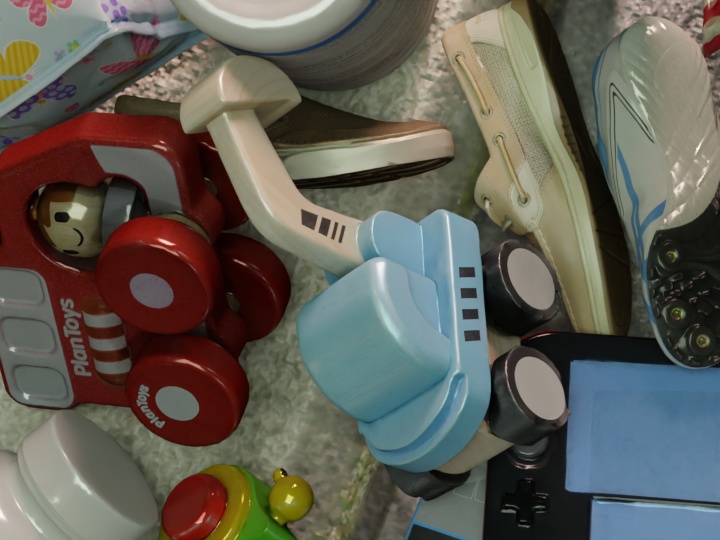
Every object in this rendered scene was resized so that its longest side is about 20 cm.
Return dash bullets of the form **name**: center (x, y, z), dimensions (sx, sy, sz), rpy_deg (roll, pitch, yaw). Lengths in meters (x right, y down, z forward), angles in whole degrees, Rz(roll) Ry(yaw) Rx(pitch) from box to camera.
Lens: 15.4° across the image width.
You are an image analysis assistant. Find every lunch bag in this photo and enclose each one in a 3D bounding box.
- **lunch bag**: center (-0.211, -0.157, 1.498), dimensions (0.200, 0.127, 0.170), rpy_deg (-29, 81, 31)

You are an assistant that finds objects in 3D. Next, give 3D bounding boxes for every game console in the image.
- **game console**: center (0.165, 0.121, 1.398), dimensions (0.199, 0.031, 0.178), rpy_deg (4, 64, 4)

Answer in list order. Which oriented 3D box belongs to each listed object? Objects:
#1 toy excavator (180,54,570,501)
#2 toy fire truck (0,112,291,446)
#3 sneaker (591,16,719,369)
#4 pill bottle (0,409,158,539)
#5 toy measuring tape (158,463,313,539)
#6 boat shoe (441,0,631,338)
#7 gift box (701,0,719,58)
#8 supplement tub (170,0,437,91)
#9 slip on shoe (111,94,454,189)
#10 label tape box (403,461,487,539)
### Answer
- **toy excavator**: center (0.000, 0.000, 1.368), dimensions (0.100, 0.200, 0.195), rpy_deg (-32, 50, 39)
- **toy fire truck**: center (-0.138, 0.001, 1.456), dimensions (0.167, 0.112, 0.201), rpy_deg (3, 131, 16)
- **sneaker**: center (0.169, -0.038, 1.443), dimensions (0.072, 0.073, 0.201), rpy_deg (-2, 68, -14)
- **pill bottle**: center (-0.212, 0.171, 1.475), dimensions (0.200, 0.113, 0.113), rpy_deg (-41, 81, 13)
- **toy measuring tape**: center (-0.106, 0.163, 1.503), dimensions (0.200, 0.074, 0.074), rpy_deg (-33, 81, 24)
- **boat shoe**: center (0.097, -0.049, 1.474), dimensions (0.065, 0.072, 0.201), rpy_deg (-20, 81, 16)
- **gift box**: center (0.273, -0.157, 1.396), dimensions (0.184, 0.187, 0.201), rpy_deg (8, 107, 8)
- **supplement tub**: center (-0.032, -0.171, 1.435), dimensions (0.131, 0.200, 0.133), rpy_deg (-1, 85, 9)
- **slip on shoe**: center (-0.047, -0.076, 1.499), dimensions (0.199, 0.076, 0.061), rpy_deg (-5, 86, 17)
- **label tape box**: center (0.126, 0.157, 1.434), dimensions (0.199, 0.066, 0.144), rpy_deg (18, 69, 12)
